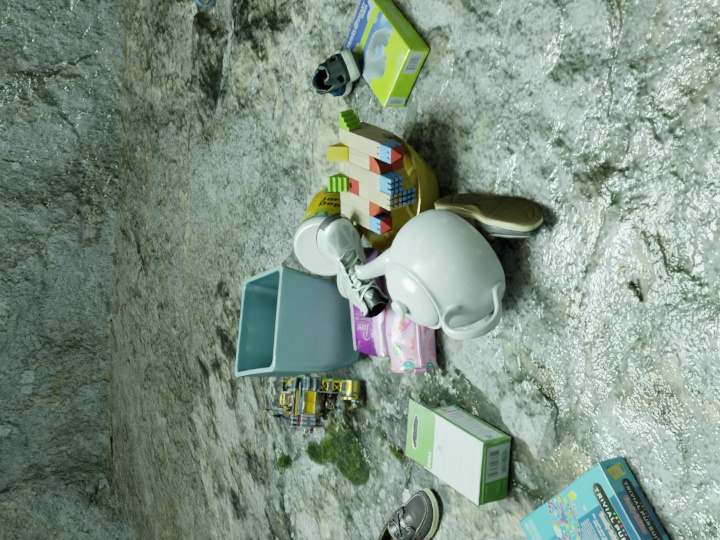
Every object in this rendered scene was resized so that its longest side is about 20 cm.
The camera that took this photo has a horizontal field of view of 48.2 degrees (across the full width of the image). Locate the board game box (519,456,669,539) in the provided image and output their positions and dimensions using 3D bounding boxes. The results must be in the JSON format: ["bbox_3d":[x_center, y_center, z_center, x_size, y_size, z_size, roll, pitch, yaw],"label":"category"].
[{"bbox_3d":[0.311,0.360,1.063,0.200,0.047,0.151,-58,47,45],"label":"board game box"}]

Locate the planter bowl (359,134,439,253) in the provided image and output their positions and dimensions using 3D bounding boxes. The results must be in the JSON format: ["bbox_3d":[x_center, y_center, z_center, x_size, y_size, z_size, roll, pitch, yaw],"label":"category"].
[{"bbox_3d":[0.074,-0.129,1.347,0.200,0.083,0.201,12,104,57],"label":"planter bowl"}]

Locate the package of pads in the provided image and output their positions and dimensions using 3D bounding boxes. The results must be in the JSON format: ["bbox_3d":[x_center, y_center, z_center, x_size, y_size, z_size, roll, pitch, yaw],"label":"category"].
[{"bbox_3d":[0.033,0.054,1.455,0.120,0.076,0.200,1,96,62],"label":"package of pads"}]

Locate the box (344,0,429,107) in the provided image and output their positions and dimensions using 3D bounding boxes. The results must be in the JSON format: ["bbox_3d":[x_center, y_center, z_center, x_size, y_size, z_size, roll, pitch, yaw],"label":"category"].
[{"bbox_3d":[0.037,-0.394,1.403,0.200,0.048,0.122,61,142,33],"label":"box"}]

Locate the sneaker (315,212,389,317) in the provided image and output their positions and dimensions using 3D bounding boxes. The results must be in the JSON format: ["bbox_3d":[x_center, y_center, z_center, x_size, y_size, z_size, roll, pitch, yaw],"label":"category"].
[{"bbox_3d":[0.000,0.000,1.314,0.115,0.076,0.201,43,163,42],"label":"sneaker"}]

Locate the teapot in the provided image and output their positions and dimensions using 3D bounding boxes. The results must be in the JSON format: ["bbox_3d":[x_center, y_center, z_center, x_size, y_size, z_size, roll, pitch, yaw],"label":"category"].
[{"bbox_3d":[0.109,0.018,1.193,0.197,0.146,0.200,50,160,2],"label":"teapot"}]

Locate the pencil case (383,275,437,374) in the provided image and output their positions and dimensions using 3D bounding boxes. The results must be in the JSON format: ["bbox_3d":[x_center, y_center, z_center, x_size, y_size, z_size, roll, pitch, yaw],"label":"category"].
[{"bbox_3d":[0.085,0.073,1.360,0.087,0.087,0.200,1,94,59],"label":"pencil case"}]

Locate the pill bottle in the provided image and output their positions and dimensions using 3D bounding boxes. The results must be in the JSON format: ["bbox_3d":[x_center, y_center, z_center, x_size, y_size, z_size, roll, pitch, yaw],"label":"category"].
[{"bbox_3d":[-0.047,-0.086,1.458,0.200,0.113,0.113,-72,-2,-58],"label":"pill bottle"}]

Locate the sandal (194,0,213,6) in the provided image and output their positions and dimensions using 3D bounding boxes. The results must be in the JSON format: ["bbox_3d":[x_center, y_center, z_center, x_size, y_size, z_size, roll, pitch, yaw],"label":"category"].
[{"bbox_3d":[-0.393,-0.753,2.049,0.087,0.079,0.200,67,154,20],"label":"sandal"}]

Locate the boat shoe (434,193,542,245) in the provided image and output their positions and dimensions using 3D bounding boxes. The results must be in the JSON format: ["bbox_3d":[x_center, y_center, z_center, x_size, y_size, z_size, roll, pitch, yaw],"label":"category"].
[{"bbox_3d":[0.192,-0.071,1.184,0.200,0.073,0.065,22,135,54],"label":"boat shoe"}]

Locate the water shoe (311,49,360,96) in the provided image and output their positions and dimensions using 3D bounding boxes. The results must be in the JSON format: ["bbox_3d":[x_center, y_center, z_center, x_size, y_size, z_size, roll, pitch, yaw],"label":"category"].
[{"bbox_3d":[-0.057,-0.360,1.485,0.200,0.079,0.072,172,77,-80],"label":"water shoe"}]

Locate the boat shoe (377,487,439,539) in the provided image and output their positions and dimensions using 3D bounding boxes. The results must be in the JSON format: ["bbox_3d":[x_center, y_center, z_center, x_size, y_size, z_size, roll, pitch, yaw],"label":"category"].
[{"bbox_3d":[0.080,0.466,1.450,0.072,0.065,0.200,62,142,35],"label":"boat shoe"}]

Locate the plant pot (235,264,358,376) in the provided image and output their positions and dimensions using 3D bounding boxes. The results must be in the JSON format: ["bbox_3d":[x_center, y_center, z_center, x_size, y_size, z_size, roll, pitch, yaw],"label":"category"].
[{"bbox_3d":[-0.110,0.114,1.567,0.196,0.200,0.197,-19,64,59],"label":"plant pot"}]

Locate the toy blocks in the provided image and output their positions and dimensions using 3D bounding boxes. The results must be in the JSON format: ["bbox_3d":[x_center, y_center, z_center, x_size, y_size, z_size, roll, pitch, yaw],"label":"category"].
[{"bbox_3d":[0.028,-0.141,1.264,0.137,0.100,0.200,30,131,43],"label":"toy blocks"}]

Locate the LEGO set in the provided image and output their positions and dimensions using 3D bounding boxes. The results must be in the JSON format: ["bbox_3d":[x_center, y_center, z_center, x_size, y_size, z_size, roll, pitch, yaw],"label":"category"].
[{"bbox_3d":[-0.089,0.277,1.619,0.200,0.154,0.116,-12,71,55],"label":"LEGO set"}]

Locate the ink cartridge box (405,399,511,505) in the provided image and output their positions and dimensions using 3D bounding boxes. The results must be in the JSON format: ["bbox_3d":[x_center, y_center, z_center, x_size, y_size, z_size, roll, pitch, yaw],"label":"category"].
[{"bbox_3d":[0.154,0.285,1.302,0.200,0.059,0.104,21,112,57],"label":"ink cartridge box"}]
